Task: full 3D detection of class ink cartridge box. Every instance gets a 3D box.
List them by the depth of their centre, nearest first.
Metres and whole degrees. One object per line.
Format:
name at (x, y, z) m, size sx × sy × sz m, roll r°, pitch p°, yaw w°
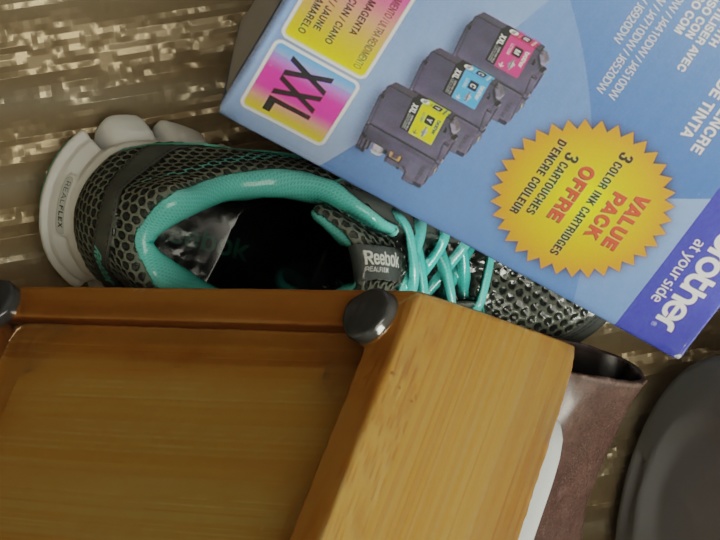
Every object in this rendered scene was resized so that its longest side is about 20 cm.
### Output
ink cartridge box at (0.076, -0.067, 0.686) m, size 0.199 × 0.077 × 0.137 m, roll 26°, pitch 121°, yaw -12°

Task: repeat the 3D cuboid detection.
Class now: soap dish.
soap dish at (-0.052, 0.077, 0.639) m, size 0.081 × 0.199 × 0.158 m, roll 47°, pitch 55°, yaw -41°

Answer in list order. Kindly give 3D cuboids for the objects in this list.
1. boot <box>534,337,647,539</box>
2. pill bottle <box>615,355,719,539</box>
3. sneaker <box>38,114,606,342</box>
boot at (-0.011, 0.092, 0.729) m, size 0.199 × 0.072 × 0.167 m, roll 4°, pitch 114°, yaw -32°
pill bottle at (0.200, 0.101, 0.791) m, size 0.199 × 0.112 × 0.113 m, roll 13°, pitch 94°, yaw -19°
sneaker at (0.000, 0.000, 0.723) m, size 0.199 × 0.091 × 0.078 m, roll 5°, pitch 97°, yaw -18°
